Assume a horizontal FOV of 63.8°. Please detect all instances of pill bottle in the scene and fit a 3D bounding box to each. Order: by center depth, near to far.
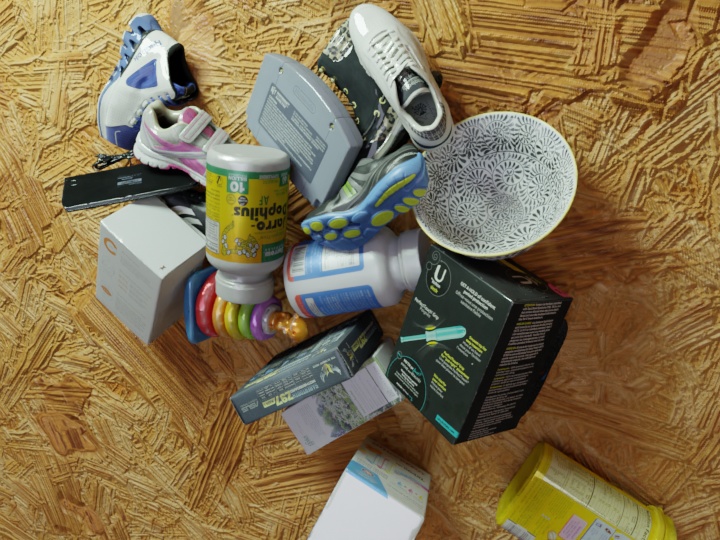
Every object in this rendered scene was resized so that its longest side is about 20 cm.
[{"bbox_3d":[-0.157,-0.063,0.797,0.111,0.113,0.204,12,110,15],"label":"pill bottle"},{"bbox_3d":[0.000,0.000,0.817,0.196,0.112,0.114,-9,102,21],"label":"pill bottle"}]

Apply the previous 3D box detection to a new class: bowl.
[{"bbox_3d":[0.168,-0.088,0.727,0.197,0.094,0.204,-8,62,16],"label":"bowl"}]

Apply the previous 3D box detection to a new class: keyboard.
[{"bbox_3d":[-0.346,-0.143,0.875,0.196,0.128,0.021,-11,139,-9],"label":"keyboard"}]

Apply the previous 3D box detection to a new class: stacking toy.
[{"bbox_3d":[-0.160,0.065,0.875,0.197,0.109,0.118,13,110,26],"label":"stacking toy"}]

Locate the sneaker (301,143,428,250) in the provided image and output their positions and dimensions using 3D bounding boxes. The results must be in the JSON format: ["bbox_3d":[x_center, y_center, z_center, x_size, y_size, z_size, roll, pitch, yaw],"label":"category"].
[{"bbox_3d":[0.006,-0.091,0.738,0.198,0.084,0.070,-30,128,33],"label":"sneaker"}]

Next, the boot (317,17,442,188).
[{"bbox_3d":[-0.003,-0.218,0.784,0.153,0.073,0.205,41,112,9],"label":"boot"}]

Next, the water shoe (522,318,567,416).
[{"bbox_3d":[0.219,0.133,0.813,0.079,0.071,0.203,38,118,36],"label":"water shoe"}]

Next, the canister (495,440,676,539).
[{"bbox_3d":[0.311,0.356,0.821,0.198,0.086,0.150,31,112,10],"label":"canister"}]

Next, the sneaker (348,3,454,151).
[{"bbox_3d":[0.047,-0.239,0.686,0.076,0.080,0.202,-35,83,14],"label":"sneaker"}]

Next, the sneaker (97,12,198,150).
[{"bbox_3d":[-0.314,-0.265,0.870,0.114,0.080,0.202,31,110,11],"label":"sneaker"}]

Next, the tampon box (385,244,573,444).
[{"bbox_3d":[0.147,0.089,0.747,0.150,0.125,0.203,40,121,44],"label":"tampon box"}]

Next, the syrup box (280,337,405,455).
[{"bbox_3d":[-0.020,0.195,0.892,0.199,0.081,0.079,-35,90,24],"label":"syrup box"}]

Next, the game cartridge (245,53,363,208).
[{"bbox_3d":[-0.080,-0.195,0.789,0.201,0.041,0.134,50,128,21],"label":"game cartridge"}]

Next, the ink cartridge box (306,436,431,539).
[{"bbox_3d":[0.022,0.352,0.869,0.127,0.200,0.127,29,94,9],"label":"ink cartridge box"}]

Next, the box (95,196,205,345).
[{"bbox_3d":[-0.328,0.002,0.899,0.124,0.098,0.201,40,138,5],"label":"box"}]

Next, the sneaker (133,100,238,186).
[{"bbox_3d":[-0.235,-0.185,0.838,0.196,0.082,0.089,14,135,-2],"label":"sneaker"}]

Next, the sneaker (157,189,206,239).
[{"bbox_3d":[-0.228,-0.107,0.895,0.199,0.073,0.112,41,105,1],"label":"sneaker"}]

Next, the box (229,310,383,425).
[{"bbox_3d":[-0.075,0.140,0.856,0.198,0.158,0.052,-28,94,22],"label":"box"}]
